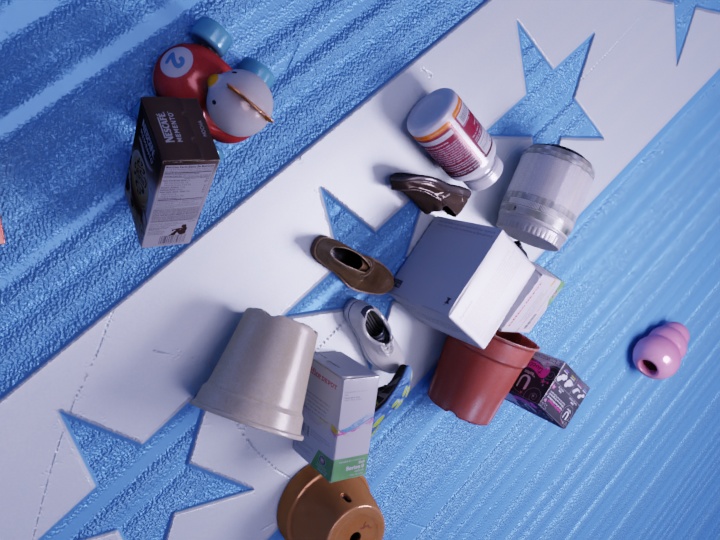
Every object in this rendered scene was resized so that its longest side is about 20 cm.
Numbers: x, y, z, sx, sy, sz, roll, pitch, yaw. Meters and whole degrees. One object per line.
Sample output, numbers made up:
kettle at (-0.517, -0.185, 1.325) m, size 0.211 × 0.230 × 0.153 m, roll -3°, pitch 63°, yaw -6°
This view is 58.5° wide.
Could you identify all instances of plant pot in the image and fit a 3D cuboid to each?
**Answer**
plant pot at (-0.163, 0.169, 1.098) m, size 0.200 × 0.200 × 0.184 m, roll 28°, pitch 74°, yaw -35°
plant pot at (-0.046, 0.492, 1.270) m, size 0.200 × 0.140 × 0.200 m, roll -9°, pitch 107°, yaw -30°
plant pot at (0.248, 0.208, 1.371) m, size 0.201 × 0.201 × 0.195 m, roll 18°, pitch 100°, yaw -35°

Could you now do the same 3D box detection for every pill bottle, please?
pill bottle at (0.190, -0.248, 1.255) m, size 0.200 × 0.113 × 0.113 m, roll 41°, pitch 79°, yaw -33°

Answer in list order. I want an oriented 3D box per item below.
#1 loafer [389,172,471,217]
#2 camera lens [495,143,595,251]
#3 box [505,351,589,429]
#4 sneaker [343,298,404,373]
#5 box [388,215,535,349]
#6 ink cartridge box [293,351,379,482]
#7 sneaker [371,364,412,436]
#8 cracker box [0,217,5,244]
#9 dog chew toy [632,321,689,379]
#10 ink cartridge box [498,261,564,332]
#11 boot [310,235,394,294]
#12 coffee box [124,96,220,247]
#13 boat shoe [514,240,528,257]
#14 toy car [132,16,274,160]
loafer at (0.140, -0.146, 1.271) m, size 0.200 × 0.073 × 0.071 m, roll 10°, pitch 96°, yaw -34°
camera lens at (0.397, -0.160, 1.384) m, size 0.160 × 0.160 × 0.200 m, roll 25°, pitch 88°, yaw -35°
box at (0.383, 0.250, 1.454) m, size 0.132 × 0.200 × 0.115 m, roll 42°, pitch 77°, yaw -33°
sneaker at (0.036, 0.141, 1.277) m, size 0.073 × 0.071 × 0.200 m, roll -46°, pitch 122°, yaw -15°
box at (0.195, 0.018, 1.272) m, size 0.131 × 0.199 × 0.200 m, roll 41°, pitch 78°, yaw -34°
ink cartridge box at (-0.048, 0.268, 1.208) m, size 0.087 × 0.145 × 0.200 m, roll -1°, pitch 102°, yaw -34°
sneaker at (0.027, 0.261, 1.290) m, size 0.200 × 0.083 × 0.071 m, roll -47°, pitch 154°, yaw -4°
cracker box at (-0.579, -0.087, 0.824) m, size 0.200 × 0.058 × 0.134 m, roll -11°, pitch 107°, yaw -32°
dog chew toy at (0.856, 0.216, 1.810) m, size 0.200 × 0.124 × 0.125 m, roll -35°, pitch 119°, yaw -30°
ink cartridge box at (0.344, 0.054, 1.385) m, size 0.145 × 0.084 × 0.200 m, roll -57°, pitch 152°, yaw 13°
boot at (0.000, 0.000, 1.217) m, size 0.200 × 0.075 × 0.074 m, roll 29°, pitch 84°, yaw -36°
coffee box at (-0.273, -0.135, 0.913) m, size 0.080 × 0.200 × 0.113 m, roll -9°, pitch 63°, yaw -32°
boat shoe at (0.291, -0.010, 1.409) m, size 0.200 × 0.075 × 0.062 m, roll -26°, pitch 110°, yaw -31°
toy car at (-0.201, -0.257, 0.942) m, size 0.177 × 0.200 × 0.184 m, roll 38°, pitch 80°, yaw -34°
